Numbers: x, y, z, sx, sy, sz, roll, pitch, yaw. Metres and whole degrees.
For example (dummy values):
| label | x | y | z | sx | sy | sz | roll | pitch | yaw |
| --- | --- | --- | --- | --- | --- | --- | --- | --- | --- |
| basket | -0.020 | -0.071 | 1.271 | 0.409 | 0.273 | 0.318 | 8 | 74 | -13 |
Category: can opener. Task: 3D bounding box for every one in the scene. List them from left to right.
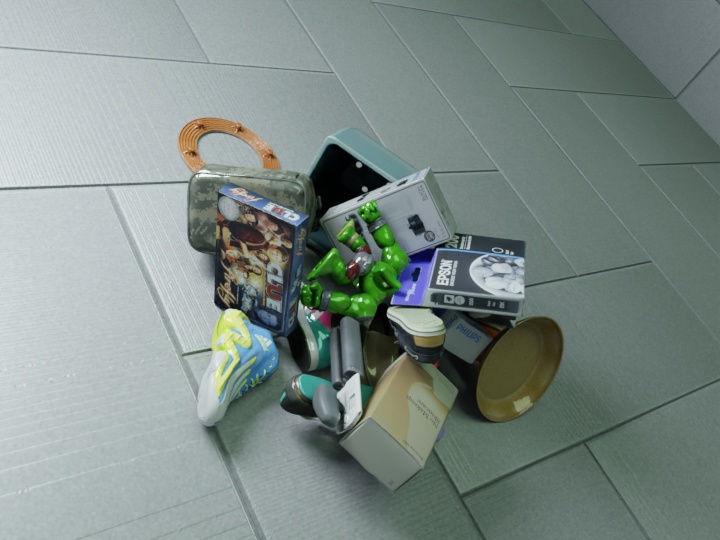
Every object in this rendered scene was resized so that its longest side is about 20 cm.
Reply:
| label | x | y | z | sx | sy | sz | roll | pitch | yaw |
| --- | --- | --- | --- | --- | --- | --- | --- | --- | --- |
| can opener | -0.031 | 0.138 | 1.048 | 0.067 | 0.053 | 0.201 | 30 | 30 | -25 |

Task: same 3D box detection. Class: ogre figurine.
| label | x | y | z | sx | sy | sz | roll | pitch | yaw |
| --- | --- | --- | --- | --- | --- | --- | --- | --- | --- |
| ogre figurine | 0.000 | 0.000 | 1.160 | 0.120 | 0.098 | 0.200 | 40 | 45 | -10 |

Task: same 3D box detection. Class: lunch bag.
| label | x | y | z | sx | sy | sz | roll | pitch | yaw |
| --- | --- | --- | --- | --- | --- | --- | --- | --- | --- |
| lunch bag | -0.166 | -0.102 | 1.209 | 0.198 | 0.141 | 0.168 | 4 | 18 | 1 |

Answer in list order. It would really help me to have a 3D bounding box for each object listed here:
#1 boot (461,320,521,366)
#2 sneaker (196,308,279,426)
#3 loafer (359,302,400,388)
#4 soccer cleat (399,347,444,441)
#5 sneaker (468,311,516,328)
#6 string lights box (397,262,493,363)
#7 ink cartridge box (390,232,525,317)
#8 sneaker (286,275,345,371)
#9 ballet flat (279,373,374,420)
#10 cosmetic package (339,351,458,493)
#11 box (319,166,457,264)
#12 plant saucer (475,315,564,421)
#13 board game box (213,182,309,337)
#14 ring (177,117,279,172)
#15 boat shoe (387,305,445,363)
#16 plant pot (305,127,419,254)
| label | x | y | z | sx | sy | sz | roll | pitch | yaw |
| --- | --- | --- | --- | --- | --- | --- | --- | --- | --- |
| boot | 0.180 | 0.108 | 1.334 | 0.199 | 0.108 | 0.075 | 27 | 8 | 32 |
| sneaker | -0.164 | 0.140 | 1.060 | 0.104 | 0.076 | 0.201 | 22 | 41 | -17 |
| loafer | 0.029 | 0.132 | 1.209 | 0.075 | 0.068 | 0.201 | 10 | 46 | -27 |
| soccer cleat | 0.101 | 0.177 | 1.209 | 0.066 | 0.077 | 0.201 | 12 | 45 | -24 |
| sneaker | 0.218 | 0.036 | 1.235 | 0.074 | 0.085 | 0.200 | 14 | 10 | -2 |
| string lights box | 0.125 | 0.058 | 1.255 | 0.103 | 0.059 | 0.200 | 33 | 13 | -42 |
| ink cartridge box | 0.160 | 0.000 | 1.187 | 0.198 | 0.044 | 0.198 | 5 | 29 | 10 |
| sneaker | -0.060 | 0.062 | 1.200 | 0.120 | 0.084 | 0.201 | -2 | 59 | -31 |
| ballet flat | -0.034 | 0.196 | 1.096 | 0.199 | 0.068 | 0.068 | 23 | 39 | -33 |
| cosmetic package | 0.060 | 0.205 | 1.060 | 0.105 | 0.071 | 0.200 | 43 | 30 | -2 |
| box | 0.046 | -0.078 | 1.246 | 0.117 | 0.199 | 0.060 | 61 | 25 | -17 |
| plant saucer | 0.262 | 0.161 | 1.273 | 0.199 | 0.202 | 0.035 | -1 | 24 | -36 |
| board game box | -0.148 | -0.012 | 1.094 | 0.135 | 0.201 | 0.035 | 23 | 37 | 19 |
| ring | -0.241 | -0.219 | 1.398 | 0.199 | 0.019 | 0.201 | 20 | 42 | -18 |
| boat shoe | 0.082 | 0.089 | 1.112 | 0.074 | 0.063 | 0.200 | -4 | 9 | -7 |
| plant pot | 0.003 | -0.143 | 1.375 | 0.196 | 0.196 | 0.200 | 34 | 29 | -2 |
